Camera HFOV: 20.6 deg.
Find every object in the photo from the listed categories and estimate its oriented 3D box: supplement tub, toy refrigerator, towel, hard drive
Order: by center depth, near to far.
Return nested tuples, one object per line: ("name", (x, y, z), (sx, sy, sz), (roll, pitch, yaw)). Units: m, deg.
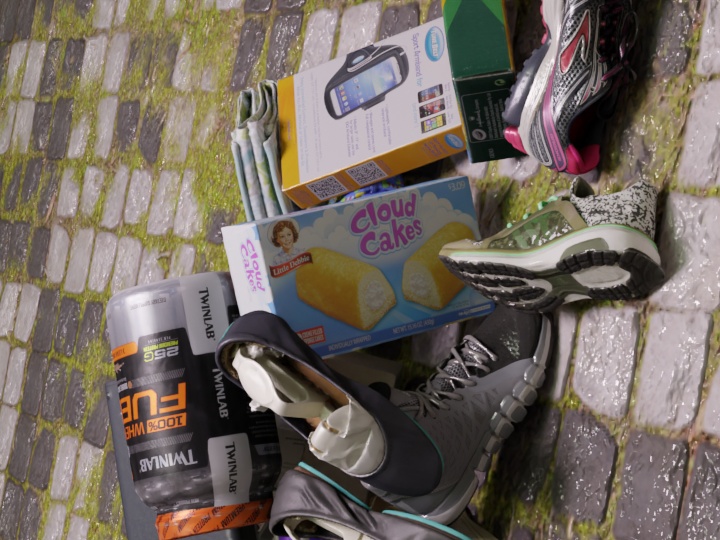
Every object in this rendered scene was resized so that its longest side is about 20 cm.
("supplement tub", (-0.131, 0.109, 1.588), (0.122, 0.122, 0.202), (-23, 76, 58))
("toy refrigerator", (-0.016, 0.174, 1.689), (0.076, 0.069, 0.202), (-32, -44, -83))
("hard drive", (-0.152, 0.183, 1.695), (0.139, 0.033, 0.202), (-15, 81, 40))
("towel", (-0.075, -0.061, 1.806), (0.171, 0.048, 0.201), (-89, -11, -69))

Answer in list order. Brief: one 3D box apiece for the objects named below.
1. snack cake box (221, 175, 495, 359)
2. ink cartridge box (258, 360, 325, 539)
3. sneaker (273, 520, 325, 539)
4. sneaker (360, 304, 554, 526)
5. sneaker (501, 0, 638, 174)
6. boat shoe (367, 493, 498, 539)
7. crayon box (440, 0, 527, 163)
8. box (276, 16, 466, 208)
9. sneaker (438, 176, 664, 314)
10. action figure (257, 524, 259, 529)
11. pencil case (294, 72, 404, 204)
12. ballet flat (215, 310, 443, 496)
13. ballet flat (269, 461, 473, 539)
("snack cake box", (0.000, 0.000, 1.573), (0.067, 0.199, 0.116), (-5, 98, 61))
("ink cartridge box", (-0.100, 0.168, 1.853), (0.201, 0.082, 0.147), (-59, 34, 33))
("sneaker", (0.010, 0.266, 1.564), (0.099, 0.069, 0.201), (-21, 99, 56))
("sneaker", (0.064, 0.091, 1.502), (0.075, 0.115, 0.201), (21, 84, 57))
("sneaker", (0.176, -0.169, 1.474), (0.075, 0.080, 0.201), (37, 121, 41))
("boat shoe", (0.048, 0.213, 1.576), (0.200, 0.066, 0.075), (21, 99, 62))
("crayon box", (0.093, -0.205, 1.591), (0.126, 0.051, 0.201), (71, -168, -60))
("box", (0.024, -0.139, 1.697), (0.199, 0.041, 0.120), (-17, 56, 21))
("sneaker", (0.147, -0.024, 1.469), (0.199, 0.077, 0.089), (-5, 53, 41))
("action figure", (-0.103, 0.123, 1.715), (0.130, 0.069, 0.202), (28, 112, 44))
("pencil case", (-0.007, -0.105, 1.777), (0.087, 0.077, 0.201), (81, 173, -48))
("ballet flat", (-0.030, 0.104, 1.451), (0.200, 0.073, 0.073), (39, 120, 19))
("ballet flat", (0.007, 0.208, 1.491), (0.199, 0.068, 0.069), (17, 67, 43))
